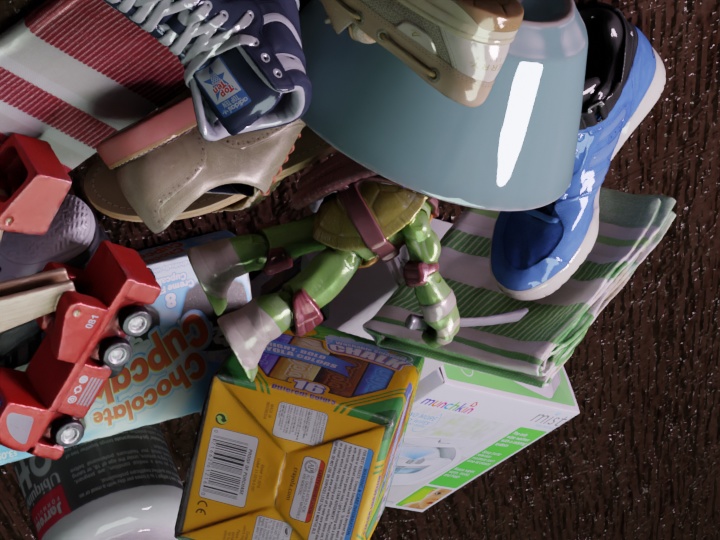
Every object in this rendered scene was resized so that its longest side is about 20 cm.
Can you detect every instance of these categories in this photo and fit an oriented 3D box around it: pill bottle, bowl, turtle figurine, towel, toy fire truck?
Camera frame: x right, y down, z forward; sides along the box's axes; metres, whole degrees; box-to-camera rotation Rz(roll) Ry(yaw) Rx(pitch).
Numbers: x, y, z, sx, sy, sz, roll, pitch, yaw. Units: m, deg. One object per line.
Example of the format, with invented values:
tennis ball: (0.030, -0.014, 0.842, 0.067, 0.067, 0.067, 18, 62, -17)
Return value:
pill bottle: (-0.186, 0.149, 1.982, 0.111, 0.200, 0.111, -19, 156, -9)
bowl: (0.056, -0.135, 1.662, 0.201, 0.201, 0.105, -2, 129, -39)
turtle figurine: (0.000, 0.000, 1.804, 0.194, 0.144, 0.200, -26, 174, -1)
towel: (-0.184, -0.112, 1.674, 0.200, 0.023, 0.144, -33, 152, 18)
toy fire truck: (-0.204, 0.022, 1.733, 0.141, 0.049, 0.200, 17, 115, -38)
towel: (0.111, 0.000, 1.921, 0.200, 0.152, 0.023, -49, 139, -38)

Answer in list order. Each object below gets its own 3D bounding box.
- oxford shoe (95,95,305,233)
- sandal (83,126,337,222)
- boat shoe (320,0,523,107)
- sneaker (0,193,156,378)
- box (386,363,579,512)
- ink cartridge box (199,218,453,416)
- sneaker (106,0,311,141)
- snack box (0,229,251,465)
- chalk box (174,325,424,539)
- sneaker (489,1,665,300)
oxford shoe: (-0.067, -0.084, 1.726, 0.200, 0.075, 0.070, -26, -177, -25)
sandal: (-0.070, -0.065, 1.792, 0.211, 0.078, 0.070, -24, 146, -9)
boat shoe: (0.003, -0.156, 1.533, 0.072, 0.200, 0.065, -10, 126, -49)
sneaker: (-0.222, 0.050, 1.825, 0.200, 0.075, 0.114, -45, 129, 5)
box: (0.043, 0.102, 2.218, 0.176, 0.097, 0.200, -33, 153, 26)
ink cartridge box: (-0.013, 0.042, 2.054, 0.200, 0.084, 0.145, -36, 152, 26)
sneaker: (-0.101, -0.142, 1.538, 0.070, 0.109, 0.200, -31, 147, 32)
snack box: (-0.169, 0.052, 1.914, 0.200, 0.037, 0.116, -15, 111, -20)
chalk box: (-0.034, 0.110, 1.879, 0.200, 0.124, 0.125, -56, 161, -71)
sneaker: (0.130, -0.084, 1.856, 0.200, 0.077, 0.111, -60, 148, -7)
